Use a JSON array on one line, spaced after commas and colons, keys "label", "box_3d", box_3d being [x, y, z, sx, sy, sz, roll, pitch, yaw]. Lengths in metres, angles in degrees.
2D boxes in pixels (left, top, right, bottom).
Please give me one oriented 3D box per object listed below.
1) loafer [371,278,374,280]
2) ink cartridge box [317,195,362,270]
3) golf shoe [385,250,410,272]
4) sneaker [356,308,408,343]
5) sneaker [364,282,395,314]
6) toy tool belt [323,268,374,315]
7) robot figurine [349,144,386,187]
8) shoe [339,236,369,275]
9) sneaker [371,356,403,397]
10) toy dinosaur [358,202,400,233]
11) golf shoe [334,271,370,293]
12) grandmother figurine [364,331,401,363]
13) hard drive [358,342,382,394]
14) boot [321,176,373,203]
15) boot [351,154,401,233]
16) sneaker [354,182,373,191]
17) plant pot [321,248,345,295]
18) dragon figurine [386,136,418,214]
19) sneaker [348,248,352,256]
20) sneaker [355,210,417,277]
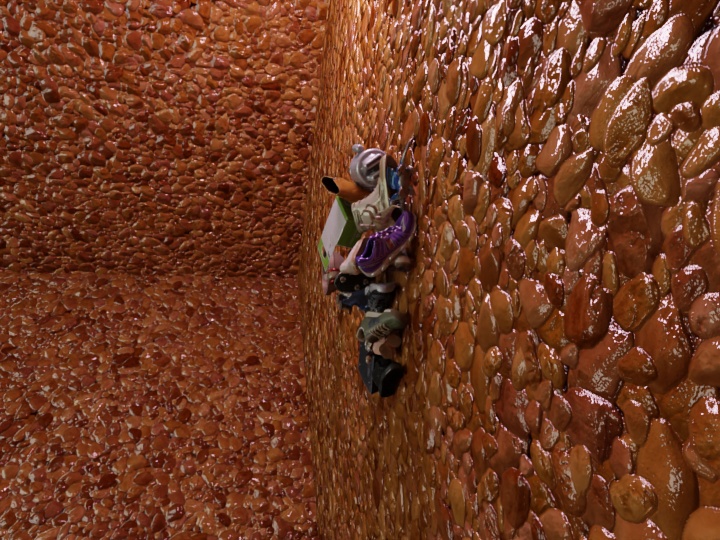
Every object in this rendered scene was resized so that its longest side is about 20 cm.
[{"label": "loafer", "box_3d": [0.030, -0.009, 1.651, 0.202, 0.070, 0.064, -68, -22, -44]}, {"label": "ink cartridge box", "box_3d": [-0.063, -0.113, 1.705, 0.203, 0.074, 0.149, -66, 28, 28]}, {"label": "golf shoe", "box_3d": [0.088, -0.044, 1.437, 0.200, 0.071, 0.094, -154, 67, -77]}, {"label": "sneaker", "box_3d": [0.053, 0.161, 1.453, 0.091, 0.067, 0.199, -56, 19, -20]}, {"label": "sneaker", "box_3d": [0.060, 0.096, 1.560, 0.200, 0.074, 0.117, 150, 117, -78]}, {"label": "toy tool belt", "box_3d": [-0.025, 0.078, 1.674, 0.123, 0.198, 0.125, -22, 60, 36]}, {"label": "robot figurine", "box_3d": [0.028, -0.312, 1.637, 0.172, 0.112, 0.200, 61, 173, -12]}, {"label": "shoe", "box_3d": [-0.006, -0.038, 1.451, 0.071, 0.053, 0.200, 62, -157, -10]}, {"label": "sneaker", "box_3d": [0.071, 0.283, 1.509, 0.202, 0.059, 0.106, 102, 161, -50]}, {"label": "toy dinosaur", "box_3d": [0.053, -0.143, 1.439, 0.059, 0.100, 0.201, -63, -2, -34]}, {"label": "golf shoe", "box_3d": [0.000, 0.000, 1.558, 0.088, 0.198, 0.078, 17, 133, 58]}, {"label": "grandmother figurine", "box_3d": [0.056, 0.221, 1.551, 0.061, 0.121, 0.200, 49, 168, -4]}, {"label": "hard drive", "box_3d": [0.032, 0.301, 1.723, 0.200, 0.041, 0.138, -135, 47, -73]}, {"label": "boot", "box_3d": [-0.020, -0.223, 1.616, 0.200, 0.143, 0.072, 34, 108, 29]}, {"label": "boot", "box_3d": [0.042, -0.216, 1.521, 0.153, 0.071, 0.205, -11, 79, 44]}, {"label": "sneaker", "box_3d": [0.015, -0.211, 1.762, 0.121, 0.082, 0.204, 105, 157, -60]}, {"label": "plant pot", "box_3d": [-0.108, 0.005, 2.281, 0.201, 0.091, 0.206, -178, 90, -78]}, {"label": "dragon figurine", "box_3d": [0.104, -0.242, 1.391, 0.099, 0.058, 0.205, -150, 55, -67]}, {"label": "sneaker", "box_3d": [0.006, -0.008, 1.758, 0.201, 0.069, 0.079, 66, -171, -66]}, {"label": "sneaker", "box_3d": [0.066, -0.076, 1.355, 0.201, 0.083, 0.080, -50, 26, -6]}]
